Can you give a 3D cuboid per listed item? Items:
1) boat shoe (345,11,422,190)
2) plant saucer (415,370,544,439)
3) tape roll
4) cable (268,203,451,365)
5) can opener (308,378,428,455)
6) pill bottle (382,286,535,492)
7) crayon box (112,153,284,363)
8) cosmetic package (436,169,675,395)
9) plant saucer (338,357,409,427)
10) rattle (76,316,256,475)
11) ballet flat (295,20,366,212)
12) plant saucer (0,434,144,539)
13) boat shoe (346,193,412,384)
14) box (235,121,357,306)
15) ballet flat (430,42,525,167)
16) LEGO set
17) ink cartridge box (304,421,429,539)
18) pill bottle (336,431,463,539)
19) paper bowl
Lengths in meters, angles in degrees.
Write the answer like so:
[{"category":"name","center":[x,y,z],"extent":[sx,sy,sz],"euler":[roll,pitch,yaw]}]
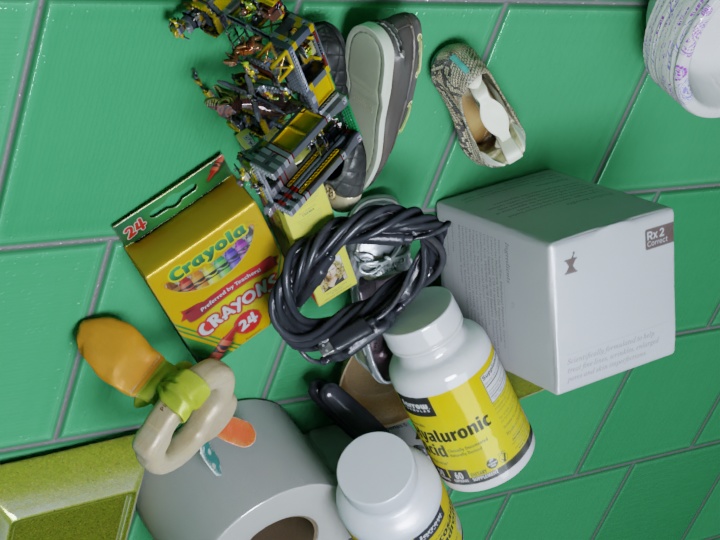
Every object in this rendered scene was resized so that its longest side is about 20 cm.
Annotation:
[{"category":"boat shoe","center":[0.016,-0.152,1.477],"extent":[0.060,0.072,0.202],"euler":[-29,150,-33]},{"category":"plant saucer","center":[0.175,0.119,1.792],"extent":[0.199,0.048,0.200],"euler":[-26,175,31]},{"category":"tape roll","center":[-0.125,0.258,1.708],"extent":[0.202,0.139,0.204],"euler":[-24,140,-21]},{"category":"cable","center":[0.000,0.000,1.524],"extent":[0.199,0.051,0.163],"euler":[-35,138,-3]},{"category":"can opener","center":[0.015,0.188,1.736],"extent":[0.079,0.063,0.200],"euler":[-53,124,-25]},{"category":"pill bottle","center":[0.095,0.119,1.622],"extent":[0.111,0.111,0.201],"euler":[-33,116,-11]},{"category":"crayon box","center":[-0.141,-0.004,1.505],"extent":[0.127,0.051,0.200],"euler":[-35,142,-8]},{"category":"cosmetic package","center":[0.204,0.006,1.661],"extent":[0.164,0.200,0.166],"euler":[-16,113,-28]},{"category":"plant saucer","center":[0.051,0.092,1.784],"extent":[0.199,0.035,0.201],"euler":[-24,140,-21]},{"category":"rattle","center":[-0.192,0.127,1.557],"extent":[0.200,0.142,0.131],"euler":[17,91,-75]},{"category":"ballet flat","center":[-0.036,-0.135,1.446],"extent":[0.057,0.066,0.201],"euler":[-41,137,-35]},{"category":"plant saucer","center":[-0.312,0.273,1.620],"extent":[0.199,0.048,0.201],"euler":[-10,133,-35]},{"category":"boat shoe","center":[0.022,0.019,1.634],"extent":[0.074,0.065,0.203],"euler":[-6,119,-19]},{"category":"box","center":[-0.059,-0.056,1.508],"extent":[0.050,0.075,0.201],"euler":[-32,144,-10]},{"category":"ballet flat","center":[0.128,-0.148,1.579],"extent":[0.068,0.075,0.200],"euler":[-41,143,-2]},{"category":"LEGO set","center":[-0.094,-0.138,1.327],"extent":[0.116,0.153,0.200],"euler":[-49,154,-19]},{"category":"ink cartridge box","center":[-0.015,0.278,1.869],"extent":[0.145,0.084,0.201],"euler":[-10,132,-35]},{"category":"pill bottle","center":[0.038,0.249,1.651],"extent":[0.112,0.112,0.200],"euler":[-35,146,-8]},{"category":"paper bowl","center":[0.381,-0.269,1.658],"extent":[0.200,0.104,0.202],"euler":[-25,141,-22]}]
